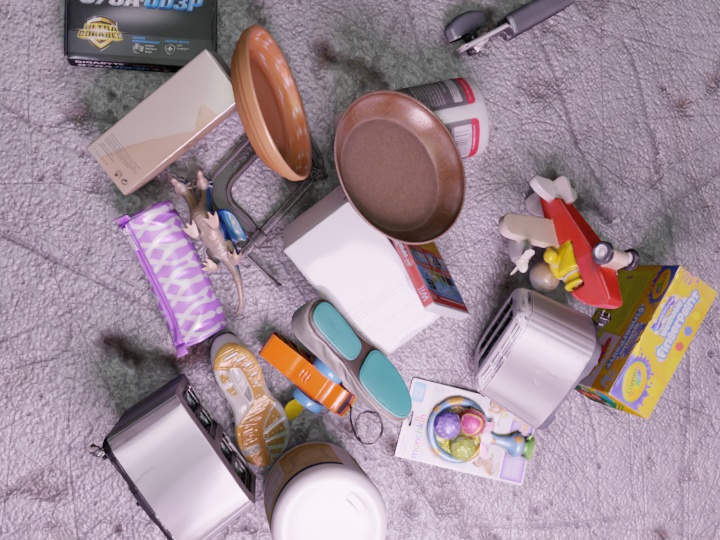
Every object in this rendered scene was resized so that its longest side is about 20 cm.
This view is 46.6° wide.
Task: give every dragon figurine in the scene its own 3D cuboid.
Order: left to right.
[{"bbox_3d":[-0.191,-0.046,1.121,0.058,0.100,0.201,-26,111,7],"label":"dragon figurine"}]

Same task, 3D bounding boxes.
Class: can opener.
[{"bbox_3d":[0.215,-0.373,1.213,0.199,0.053,0.067,-31,96,-10],"label":"can opener"}]

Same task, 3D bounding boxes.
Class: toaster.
[{"bbox_3d":[-0.229,0.242,1.057,0.118,0.200,0.182,-35,95,-4],"label":"toaster"},{"bbox_3d":[0.243,0.115,1.165,0.128,0.114,0.201,26,120,-5],"label":"toaster"}]

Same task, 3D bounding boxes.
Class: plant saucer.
[{"bbox_3d":[-0.116,-0.211,1.073,0.037,0.200,0.203,-14,93,13],"label":"plant saucer"},{"bbox_3d":[0.045,-0.126,1.051,0.198,0.037,0.203,9,72,-29],"label":"plant saucer"}]

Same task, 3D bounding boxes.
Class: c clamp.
[{"bbox_3d":[-0.120,-0.106,1.167,0.170,0.027,0.201,37,85,-3],"label":"c clamp"}]

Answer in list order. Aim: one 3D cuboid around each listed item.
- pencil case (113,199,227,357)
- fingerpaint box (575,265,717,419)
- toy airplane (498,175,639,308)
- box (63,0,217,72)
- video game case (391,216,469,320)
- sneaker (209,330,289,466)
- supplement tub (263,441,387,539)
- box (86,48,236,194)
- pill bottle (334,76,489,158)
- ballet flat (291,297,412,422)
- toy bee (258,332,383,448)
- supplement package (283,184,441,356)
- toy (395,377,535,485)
[{"bbox_3d":[-0.250,0.005,1.107,0.083,0.085,0.202,-24,95,30],"label":"pencil case"},{"bbox_3d":[0.390,0.096,1.189,0.073,0.167,0.201,32,84,-9],"label":"fingerpaint box"},{"bbox_3d":[0.283,-0.035,1.184,0.199,0.199,0.142,36,119,-1],"label":"toy airplane"},{"bbox_3d":[-0.291,-0.352,1.121,0.197,0.046,0.161,2,90,-11],"label":"box"},{"bbox_3d":[0.076,-0.031,1.115,0.017,0.143,0.202,-31,70,18],"label":"video game case"},{"bbox_3d":[-0.152,0.169,1.137,0.075,0.088,0.202,-19,117,-14],"label":"sneaker"},{"bbox_3d":[-0.052,0.305,1.088,0.142,0.200,0.147,0,90,-10],"label":"supplement tub"},{"bbox_3d":[-0.245,-0.193,1.084,0.199,0.095,0.078,-37,99,7],"label":"box"},{"bbox_3d":[0.069,-0.196,1.156,0.197,0.111,0.112,-13,92,-11],"label":"pill bottle"},{"bbox_3d":[-0.012,0.117,1.070,0.200,0.063,0.068,49,51,-14],"label":"ballet flat"},{"bbox_3d":[-0.051,0.168,1.151,0.130,0.109,0.201,-33,74,7],"label":"toy bee"},{"bbox_3d":[0.000,0.000,1.116,0.116,0.117,0.201,-35,106,5],"label":"supplement package"},{"bbox_3d":[0.160,0.236,1.206,0.197,0.047,0.117,15,86,-11],"label":"toy"}]
